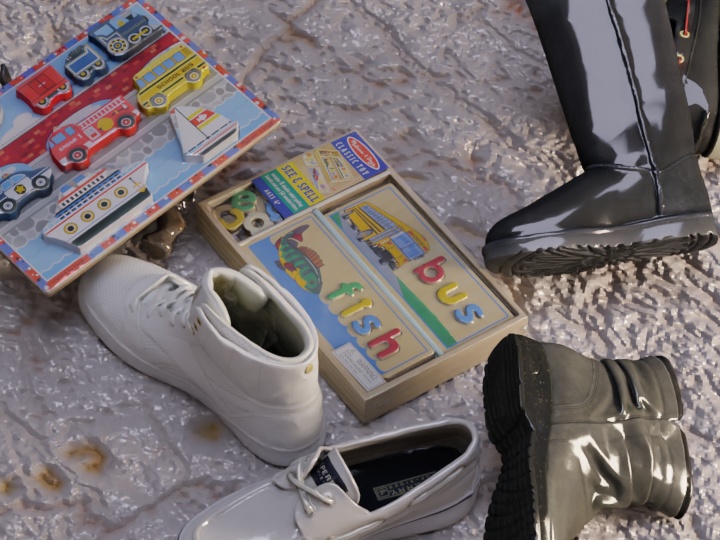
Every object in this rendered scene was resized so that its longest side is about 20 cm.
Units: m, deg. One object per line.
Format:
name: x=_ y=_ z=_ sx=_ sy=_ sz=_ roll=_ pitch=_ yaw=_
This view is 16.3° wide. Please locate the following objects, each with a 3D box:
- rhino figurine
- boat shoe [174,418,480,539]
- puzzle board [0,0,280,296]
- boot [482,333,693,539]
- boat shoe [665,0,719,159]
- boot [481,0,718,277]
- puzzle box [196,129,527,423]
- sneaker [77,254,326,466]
rhino figurine: x=-0.195 y=-0.082 z=1.675 sx=0.199 sy=0.060 sz=0.088 roll=22 pitch=55 yaw=16
boat shoe: x=-0.018 y=0.136 z=1.495 sx=0.199 sy=0.066 sz=0.072 roll=-13 pitch=51 yaw=-15
puzzle board: x=-0.173 y=-0.087 z=1.631 sx=0.200 sy=0.017 sz=0.151 roll=-38 pitch=61 yaw=-22
boot: x=0.144 y=0.133 z=1.508 sx=0.130 sy=0.068 sz=0.201 roll=11 pitch=63 yaw=-21
boat shoe: x=0.227 y=-0.167 z=1.772 sx=0.063 sy=0.074 sz=0.202 roll=10 pitch=53 yaw=-6
boot: x=0.142 y=-0.103 z=1.667 sx=0.164 sy=0.066 sz=0.201 roll=-6 pitch=75 yaw=-15
puzzle box: x=0.000 y=0.000 z=1.642 sx=0.133 sy=0.026 sz=0.200 roll=-26 pitch=56 yaw=-25
sneaker: x=-0.098 y=0.023 z=1.555 sx=0.199 sy=0.116 sz=0.074 roll=34 pitch=56 yaw=24
